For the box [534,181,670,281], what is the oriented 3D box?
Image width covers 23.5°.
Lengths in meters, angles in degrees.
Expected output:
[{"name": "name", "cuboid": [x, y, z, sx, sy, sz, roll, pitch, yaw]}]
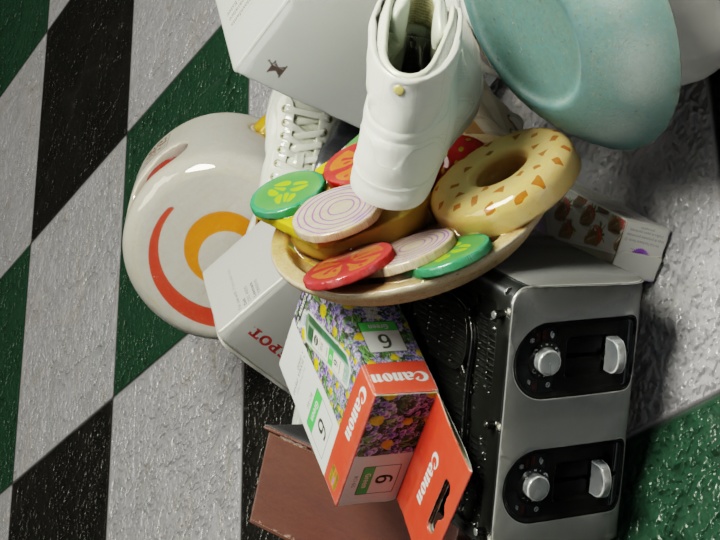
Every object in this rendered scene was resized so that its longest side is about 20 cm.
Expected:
[{"name": "box", "cuboid": [0.148, -0.042, 1.233, 0.200, 0.041, 0.039, 38, 112, 60]}]

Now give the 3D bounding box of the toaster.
[{"name": "toaster", "cuboid": [0.095, 0.075, 1.158, 0.200, 0.118, 0.183, -151, 63, -63]}]

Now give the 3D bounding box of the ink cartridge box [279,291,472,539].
[{"name": "ink cartridge box", "cuboid": [0.006, 0.094, 1.154, 0.201, 0.050, 0.110, -114, 32, -42]}]

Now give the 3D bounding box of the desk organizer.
[{"name": "desk organizer", "cuboid": [0.013, 0.180, 1.283, 0.199, 0.071, 0.078, 19, 99, 40]}]

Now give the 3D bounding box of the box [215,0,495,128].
[{"name": "box", "cuboid": [0.021, -0.226, 1.358, 0.199, 0.199, 0.131, -49, 37, 28]}]

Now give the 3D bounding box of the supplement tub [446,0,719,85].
[{"name": "supplement tub", "cuboid": [0.157, -0.193, 1.167, 0.200, 0.143, 0.146, 7, 84, 63]}]

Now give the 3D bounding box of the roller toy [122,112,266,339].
[{"name": "roller toy", "cuboid": [-0.122, -0.046, 1.582, 0.140, 0.180, 0.202, -93, 2, -65]}]

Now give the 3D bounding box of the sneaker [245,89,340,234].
[{"name": "sneaker", "cuboid": [-0.048, -0.083, 1.452, 0.085, 0.072, 0.202, -120, 41, -73]}]

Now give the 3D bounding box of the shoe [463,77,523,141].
[{"name": "shoe", "cuboid": [0.085, -0.118, 1.252, 0.053, 0.070, 0.201, -31, 60, -3]}]

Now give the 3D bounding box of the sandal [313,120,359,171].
[{"name": "sandal", "cuboid": [0.000, -0.092, 1.419, 0.200, 0.042, 0.077, -66, -14, -61]}]

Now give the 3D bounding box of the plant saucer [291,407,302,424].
[{"name": "plant saucer", "cuboid": [0.006, 0.130, 1.418, 0.200, 0.050, 0.202, -37, 46, 52]}]

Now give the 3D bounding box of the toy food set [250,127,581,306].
[{"name": "toy food set", "cuboid": [0.030, -0.042, 1.126, 0.199, 0.197, 0.049, 26, 142, 51]}]

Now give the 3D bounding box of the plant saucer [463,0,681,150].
[{"name": "plant saucer", "cuboid": [0.113, -0.156, 1.063, 0.201, 0.039, 0.202, 46, 155, 28]}]

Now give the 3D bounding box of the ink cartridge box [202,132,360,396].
[{"name": "ink cartridge box", "cuboid": [0.000, 0.000, 1.309, 0.200, 0.146, 0.085, -39, 38, 14]}]

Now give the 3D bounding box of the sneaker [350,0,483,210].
[{"name": "sneaker", "cuboid": [0.045, -0.141, 1.100, 0.201, 0.073, 0.116, -73, -6, -50]}]
